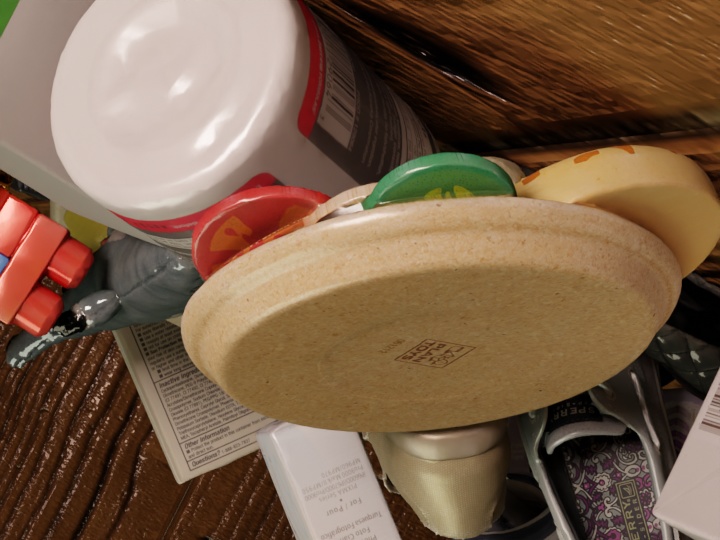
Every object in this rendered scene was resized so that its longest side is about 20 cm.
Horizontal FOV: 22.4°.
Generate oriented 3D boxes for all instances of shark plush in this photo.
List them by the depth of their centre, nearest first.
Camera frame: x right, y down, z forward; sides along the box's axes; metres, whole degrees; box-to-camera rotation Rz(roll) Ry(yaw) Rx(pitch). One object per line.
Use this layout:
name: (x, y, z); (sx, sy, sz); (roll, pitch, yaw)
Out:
shark plush: (-0.125, 0.001, 0.907); (0.199, 0.083, 0.091); (-11, 112, 40)

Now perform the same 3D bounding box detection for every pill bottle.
pill bottle: (-0.030, -0.042, 0.761); (0.110, 0.111, 0.200); (22, 172, 33)

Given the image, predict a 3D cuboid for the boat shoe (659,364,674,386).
boat shoe: (0.096, 0.032, 1.001); (0.072, 0.072, 0.200); (14, 167, -31)

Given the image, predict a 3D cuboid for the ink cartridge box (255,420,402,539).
ink cartridge box: (0.000, 0.172, 0.990); (0.160, 0.047, 0.201); (140, 109, -81)

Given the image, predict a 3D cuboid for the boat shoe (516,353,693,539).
boat shoe: (0.108, 0.068, 0.838); (0.070, 0.202, 0.071); (-20, 178, 15)

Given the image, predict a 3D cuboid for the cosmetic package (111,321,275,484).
cosmetic package: (-0.109, 0.020, 1.136); (0.087, 0.103, 0.201); (174, 75, -82)

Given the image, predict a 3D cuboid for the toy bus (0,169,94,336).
toy bus: (-0.207, -0.061, 0.883); (0.191, 0.201, 0.136); (28, 175, -2)

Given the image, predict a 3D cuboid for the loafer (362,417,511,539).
loafer: (0.034, 0.072, 0.875); (0.075, 0.069, 0.200); (-2, -167, 1)

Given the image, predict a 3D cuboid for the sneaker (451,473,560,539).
sneaker: (0.117, 0.142, 0.958); (0.070, 0.109, 0.200); (-3, -167, 39)

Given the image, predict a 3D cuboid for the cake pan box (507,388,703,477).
cake pan box: (0.184, 0.104, 0.978); (0.199, 0.053, 0.184); (16, 165, -33)

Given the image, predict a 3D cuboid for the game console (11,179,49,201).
game console: (-0.180, -0.102, 1.282); (0.170, 0.119, 0.200); (-7, -165, -35)

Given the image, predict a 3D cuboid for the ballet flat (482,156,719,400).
ballet flat: (0.120, -0.001, 0.804); (0.200, 0.067, 0.057); (30, 133, -31)

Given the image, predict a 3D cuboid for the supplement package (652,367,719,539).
supplement package: (0.238, 0.094, 0.706); (0.200, 0.122, 0.120); (31, 172, -28)

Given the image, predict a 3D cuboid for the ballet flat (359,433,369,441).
ballet flat: (0.000, 0.000, 0.978); (0.062, 0.068, 0.201); (-10, 117, 16)

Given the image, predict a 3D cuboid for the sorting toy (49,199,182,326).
sorting toy: (-0.090, -0.036, 0.935); (0.184, 0.036, 0.201); (24, 135, 21)

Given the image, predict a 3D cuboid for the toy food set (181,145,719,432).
toy food set: (0.026, 0.010, 0.696); (0.197, 0.049, 0.200); (3, 155, -19)

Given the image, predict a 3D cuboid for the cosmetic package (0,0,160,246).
cosmetic package: (-0.139, -0.099, 0.766); (0.085, 0.108, 0.200); (20, 172, 39)
